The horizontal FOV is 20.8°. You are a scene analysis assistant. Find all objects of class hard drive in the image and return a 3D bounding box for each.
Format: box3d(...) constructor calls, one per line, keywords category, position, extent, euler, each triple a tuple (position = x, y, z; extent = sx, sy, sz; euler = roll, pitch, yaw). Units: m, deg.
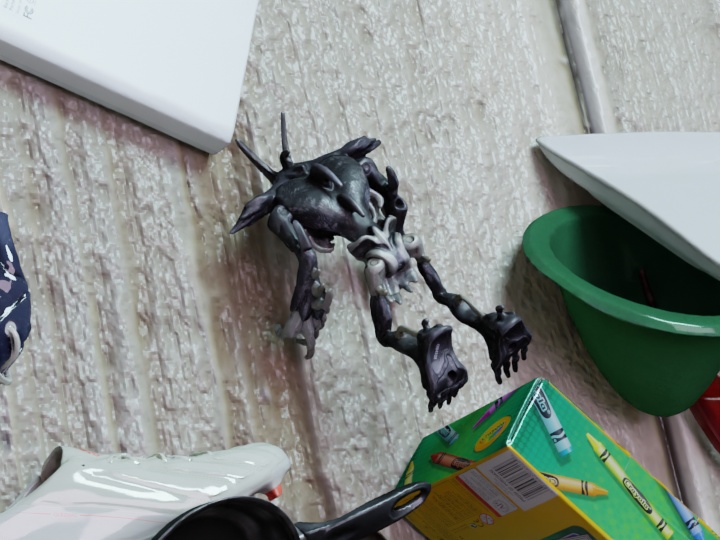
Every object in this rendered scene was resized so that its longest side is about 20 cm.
box3d(category="hard drive", position=(-0.157, -0.164, 1.153), extent=(0.199, 0.027, 0.132), euler=(23, 57, -24))

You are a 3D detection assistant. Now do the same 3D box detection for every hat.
box3d(category="hat", position=(0.182, 0.077, 1.282), extent=(0.200, 0.177, 0.165), euler=(30, 31, 34))

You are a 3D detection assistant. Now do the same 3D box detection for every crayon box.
box3d(category="crayon box", position=(0.130, 0.162, 1.142), extent=(0.200, 0.119, 0.058), euler=(42, 51, -12))

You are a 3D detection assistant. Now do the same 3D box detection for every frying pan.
box3d(category="frying pan", position=(-0.053, 0.140, 1.007), extent=(0.190, 0.031, 0.115), euler=(-45, 132, -19))

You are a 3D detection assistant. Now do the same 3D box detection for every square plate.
box3d(category="square plate", position=(0.247, -0.041, 1.316), extent=(0.197, 0.029, 0.200), euler=(-4, 30, -37))

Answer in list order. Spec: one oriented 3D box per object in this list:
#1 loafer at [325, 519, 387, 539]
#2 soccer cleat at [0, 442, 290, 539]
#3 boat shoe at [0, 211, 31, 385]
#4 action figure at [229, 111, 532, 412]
box3d(category="loafer", position=(0.046, 0.214, 1.081), extent=(0.200, 0.071, 0.073), euler=(53, 32, -7))
box3d(category="soccer cleat", position=(-0.122, 0.118, 1.020), extent=(0.200, 0.069, 0.078), euler=(-21, 79, -37))
box3d(category="boat shoe", position=(-0.204, 0.054, 0.975), extent=(0.092, 0.075, 0.201), euler=(-4, 67, -24))
box3d(category="action figure", position=(0.000, 0.000, 1.144), extent=(0.119, 0.102, 0.200), euler=(-29, 60, -32))
